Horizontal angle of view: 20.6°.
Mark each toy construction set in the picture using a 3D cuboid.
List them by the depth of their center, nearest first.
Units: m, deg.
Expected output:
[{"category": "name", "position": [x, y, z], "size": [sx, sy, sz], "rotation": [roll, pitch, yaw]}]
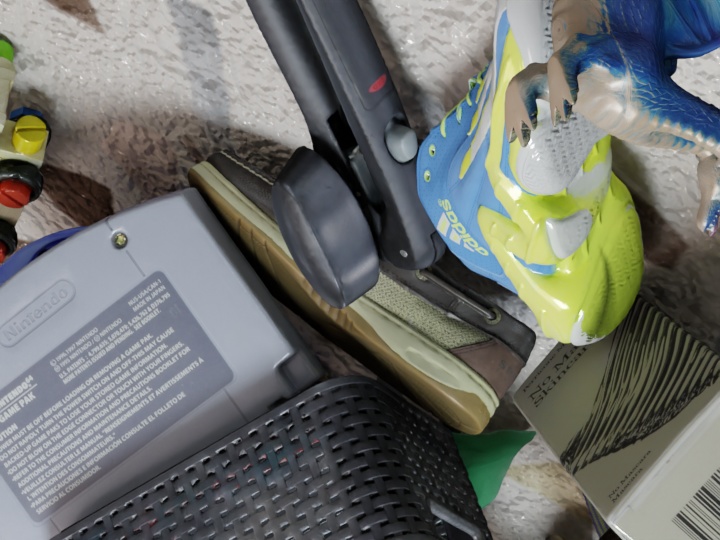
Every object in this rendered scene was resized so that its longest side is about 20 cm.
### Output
[{"category": "toy construction set", "position": [-0.239, -0.068, 1.079], "size": [0.130, 0.093, 0.200], "rotation": [15, 161, -16]}]

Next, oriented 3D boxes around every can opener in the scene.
[{"category": "can opener", "position": [-0.010, -0.079, 0.879], "size": [0.063, 0.079, 0.201], "rotation": [4, 126, 32]}]

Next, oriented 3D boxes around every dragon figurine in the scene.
[{"category": "dragon figurine", "position": [0.099, -0.100, 0.718], "size": [0.059, 0.099, 0.202], "rotation": [-32, 67, 63]}]

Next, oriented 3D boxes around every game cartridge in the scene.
[{"category": "game cartridge", "position": [-0.131, 0.054, 0.996], "size": [0.199, 0.042, 0.134], "rotation": [-36, 85, 16]}]

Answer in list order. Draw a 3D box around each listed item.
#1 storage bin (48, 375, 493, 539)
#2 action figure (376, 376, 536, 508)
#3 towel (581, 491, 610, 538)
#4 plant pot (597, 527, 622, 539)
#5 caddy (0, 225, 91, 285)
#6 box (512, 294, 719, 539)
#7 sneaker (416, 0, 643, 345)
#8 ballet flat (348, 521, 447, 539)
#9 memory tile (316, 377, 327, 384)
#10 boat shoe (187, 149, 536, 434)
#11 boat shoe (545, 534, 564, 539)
[{"category": "storage bin", "position": [-0.043, 0.150, 0.977], "size": [0.199, 0.094, 0.135], "rotation": [-31, 149, 14]}, {"category": "action figure", "position": [0.024, 0.130, 1.126], "size": [0.117, 0.055, 0.201], "rotation": [10, 142, -1]}, {"category": "towel", "position": [0.192, 0.157, 1.051], "size": [0.143, 0.023, 0.201], "rotation": [8, 140, 38]}, {"category": "plant pot", "position": [0.180, 0.218, 0.955], "size": [0.198, 0.200, 0.200], "rotation": [42, 149, 1]}, {"category": "caddy", "position": [-0.115, 0.062, 1.066], "size": [0.199, 0.142, 0.105], "rotation": [37, -169, -1]}, {"category": "box", "position": [0.129, 0.070, 0.840], "size": [0.068, 0.082, 0.200], "rotation": [41, -178, -12]}, {"category": "sneaker", "position": [0.059, -0.057, 0.830], "size": [0.105, 0.076, 0.201], "rotation": [25, 140, 35]}, {"category": "ballet flat", "position": [0.036, 0.204, 1.100], "size": [0.073, 0.073, 0.201], "rotation": [10, 137, 35]}, {"category": "memory tile", "position": [-0.071, 0.088, 1.211], "size": [0.153, 0.017, 0.200], "rotation": [43, 148, -14]}, {"category": "boat shoe", "position": [0.000, 0.000, 0.975], "size": [0.200, 0.065, 0.073], "rotation": [39, 164, 18]}, {"category": "boat shoe", "position": [0.125, 0.214, 1.152], "size": [0.071, 0.076, 0.200], "rotation": [20, 156, 15]}]
